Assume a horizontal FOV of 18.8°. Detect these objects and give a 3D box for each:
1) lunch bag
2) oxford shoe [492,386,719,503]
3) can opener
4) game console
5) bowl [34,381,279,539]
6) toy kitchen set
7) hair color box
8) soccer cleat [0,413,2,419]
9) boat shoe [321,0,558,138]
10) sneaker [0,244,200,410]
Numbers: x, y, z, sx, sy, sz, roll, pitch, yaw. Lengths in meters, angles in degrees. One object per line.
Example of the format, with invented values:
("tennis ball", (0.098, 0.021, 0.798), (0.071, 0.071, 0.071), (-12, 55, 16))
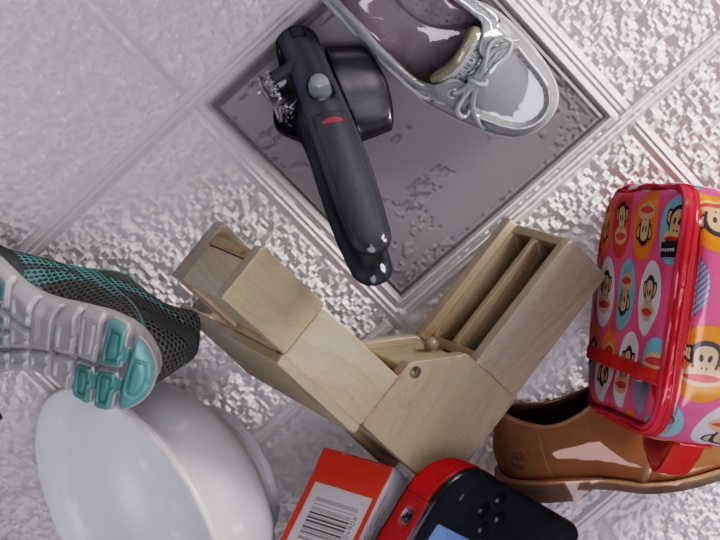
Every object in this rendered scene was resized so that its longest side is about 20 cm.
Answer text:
("lunch bag", (0.194, 0.036, 1.335), (0.082, 0.200, 0.177), (6, 91, -7))
("oxford shoe", (0.186, 0.106, 1.443), (0.199, 0.071, 0.072), (-7, 106, 0))
("can opener", (-0.013, -0.075, 1.295), (0.078, 0.200, 0.063), (-16, 134, 1))
("game console", (0.047, 0.223, 1.352), (0.177, 0.031, 0.200), (34, 86, -48))
("bowl", (-0.116, 0.147, 1.401), (0.090, 0.201, 0.202), (-28, 115, -34))
("toy kitchen set", (0.000, 0.000, 1.375), (0.200, 0.163, 0.181), (43, 79, -26))
("hair color box", (0.022, 0.209, 1.404), (0.200, 0.064, 0.111), (46, 64, -46))
("soccer cleat", (-0.299, 0.042, 1.357), (0.081, 0.067, 0.200), (-33, 77, 16))
("boat shoe", (0.040, -0.147, 1.340), (0.202, 0.065, 0.074), (40, 104, -16))
("sneaker", (-0.184, 0.027, 1.368), (0.200, 0.091, 0.078), (25, 116, 29))
